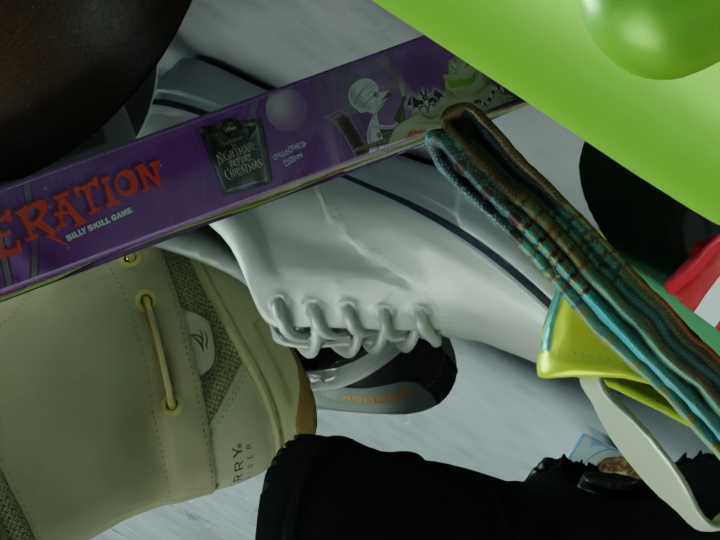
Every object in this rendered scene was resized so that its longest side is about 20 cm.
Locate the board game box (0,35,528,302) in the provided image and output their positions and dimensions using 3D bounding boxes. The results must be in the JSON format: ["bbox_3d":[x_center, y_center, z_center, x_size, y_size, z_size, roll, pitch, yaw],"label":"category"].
[{"bbox_3d":[-0.039,-0.026,0.719,0.120,0.199,0.032,-6,104,70],"label":"board game box"}]

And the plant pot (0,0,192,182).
[{"bbox_3d":[-0.129,-0.115,0.624,0.199,0.201,0.198,27,172,20],"label":"plant pot"}]

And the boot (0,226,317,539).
[{"bbox_3d":[-0.128,0.014,0.973,0.200,0.155,0.073,55,155,18],"label":"boot"}]

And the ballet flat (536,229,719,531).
[{"bbox_3d":[0.136,0.061,0.851,0.200,0.067,0.067,36,164,-13],"label":"ballet flat"}]

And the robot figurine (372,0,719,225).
[{"bbox_3d":[0.064,-0.074,0.468,0.199,0.116,0.175,33,-178,-7],"label":"robot figurine"}]

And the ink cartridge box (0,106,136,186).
[{"bbox_3d":[-0.186,-0.004,0.842,0.199,0.162,0.057,-13,101,49],"label":"ink cartridge box"}]

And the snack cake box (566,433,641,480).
[{"bbox_3d":[0.146,0.158,1.043,0.199,0.115,0.067,24,163,28],"label":"snack cake box"}]

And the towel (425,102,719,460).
[{"bbox_3d":[0.090,0.040,0.657,0.200,0.022,0.147,46,-177,4],"label":"towel"}]

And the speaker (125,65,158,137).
[{"bbox_3d":[-0.162,-0.084,0.967,0.199,0.081,0.081,18,159,43],"label":"speaker"}]

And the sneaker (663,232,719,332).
[{"bbox_3d":[0.137,0.026,0.594,0.116,0.078,0.200,45,176,36],"label":"sneaker"}]

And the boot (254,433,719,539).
[{"bbox_3d":[0.063,0.098,0.948,0.167,0.077,0.200,3,180,16],"label":"boot"}]

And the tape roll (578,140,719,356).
[{"bbox_3d":[0.150,0.002,0.673,0.200,0.048,0.201,31,165,9],"label":"tape roll"}]

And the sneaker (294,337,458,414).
[{"bbox_3d":[-0.046,0.018,1.075,0.199,0.074,0.079,18,164,44],"label":"sneaker"}]

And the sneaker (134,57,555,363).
[{"bbox_3d":[0.000,0.000,0.922,0.199,0.071,0.073,25,164,26],"label":"sneaker"}]
